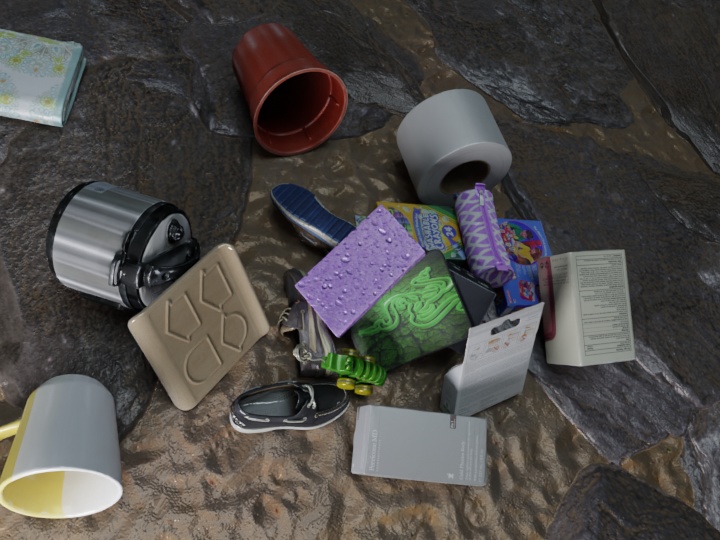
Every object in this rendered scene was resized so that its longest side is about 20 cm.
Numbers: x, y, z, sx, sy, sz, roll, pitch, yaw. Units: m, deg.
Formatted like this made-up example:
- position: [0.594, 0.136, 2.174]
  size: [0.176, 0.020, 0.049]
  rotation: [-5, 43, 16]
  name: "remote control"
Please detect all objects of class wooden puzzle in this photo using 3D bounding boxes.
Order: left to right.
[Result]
- position: [-0.246, 0.083, 1.039]
  size: [0.046, 0.187, 0.200]
  rotation: [13, 45, 40]
  name: "wooden puzzle"

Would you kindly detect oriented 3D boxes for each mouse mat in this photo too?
- position: [0.073, 0.073, 1.129]
  size: [0.198, 0.008, 0.163]
  rotation: [-24, 95, 5]
  name: "mouse mat"

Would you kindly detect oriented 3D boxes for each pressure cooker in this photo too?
- position: [-0.351, -0.032, 1.034]
  size: [0.197, 0.179, 0.178]
  rotation: [16, 62, 9]
  name: "pressure cooker"

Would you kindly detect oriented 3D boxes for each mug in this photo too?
- position: [-0.409, 0.225, 0.896]
  size: [0.184, 0.150, 0.155]
  rotation: [7, 48, -22]
  name: "mug"

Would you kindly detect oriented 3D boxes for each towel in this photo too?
- position: [-0.618, -0.360, 1.255]
  size: [0.168, 0.048, 0.203]
  rotation: [7, 57, -10]
  name: "towel"

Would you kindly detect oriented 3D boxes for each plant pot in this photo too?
- position: [-0.154, -0.371, 1.337]
  size: [0.198, 0.202, 0.197]
  rotation: [-15, 55, -26]
  name: "plant pot"

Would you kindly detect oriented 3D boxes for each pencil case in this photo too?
- position: [0.237, -0.066, 1.286]
  size: [0.083, 0.086, 0.203]
  rotation: [2, 59, -21]
  name: "pencil case"

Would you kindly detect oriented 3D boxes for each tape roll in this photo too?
- position: [0.186, -0.240, 1.349]
  size: [0.200, 0.204, 0.141]
  rotation: [-7, 60, -22]
  name: "tape roll"

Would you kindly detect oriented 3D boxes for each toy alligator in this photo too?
- position: [-0.017, 0.153, 1.067]
  size: [0.199, 0.054, 0.060]
  rotation: [28, 60, -40]
  name: "toy alligator"

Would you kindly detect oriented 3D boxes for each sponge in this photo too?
- position: [0.000, 0.000, 1.100]
  size: [0.200, 0.030, 0.112]
  rotation: [-43, 79, -3]
  name: "sponge"

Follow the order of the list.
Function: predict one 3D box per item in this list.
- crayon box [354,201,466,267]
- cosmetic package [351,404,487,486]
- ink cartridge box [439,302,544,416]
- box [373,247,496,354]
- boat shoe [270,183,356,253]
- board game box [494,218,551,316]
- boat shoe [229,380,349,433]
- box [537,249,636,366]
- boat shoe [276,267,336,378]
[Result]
- position: [0.095, -0.065, 1.299]
  size: [0.197, 0.052, 0.127]
  rotation: [2, 58, -17]
  name: "crayon box"
- position: [0.091, 0.273, 1.050]
  size: [0.197, 0.090, 0.109]
  rotation: [8, 74, -16]
  name: "cosmetic package"
- position: [0.215, 0.143, 1.119]
  size: [0.159, 0.203, 0.050]
  rotation: [-16, 36, -27]
  name: "ink cartridge box"
- position: [0.120, 0.038, 1.178]
  size: [0.198, 0.124, 0.106]
  rotation: [27, 10, 0]
  name: "box"
- position: [-0.088, -0.081, 1.235]
  size: [0.199, 0.073, 0.072]
  rotation: [38, 56, 14]
  name: "boat shoe"
- position: [0.318, -0.008, 1.341]
  size: [0.132, 0.045, 0.203]
  rotation: [2, 58, -17]
  name: "board game box"
- position: [-0.105, 0.206, 1.054]
  size: [0.197, 0.061, 0.075]
  rotation: [-2, 57, -20]
  name: "boat shoe"
- position: [0.413, 0.068, 1.240]
  size: [0.126, 0.109, 0.204]
  rotation: [-3, 86, -20]
  name: "box"
- position: [-0.100, 0.086, 1.125]
  size: [0.072, 0.075, 0.202]
  rotation: [-10, 61, -24]
  name: "boat shoe"
